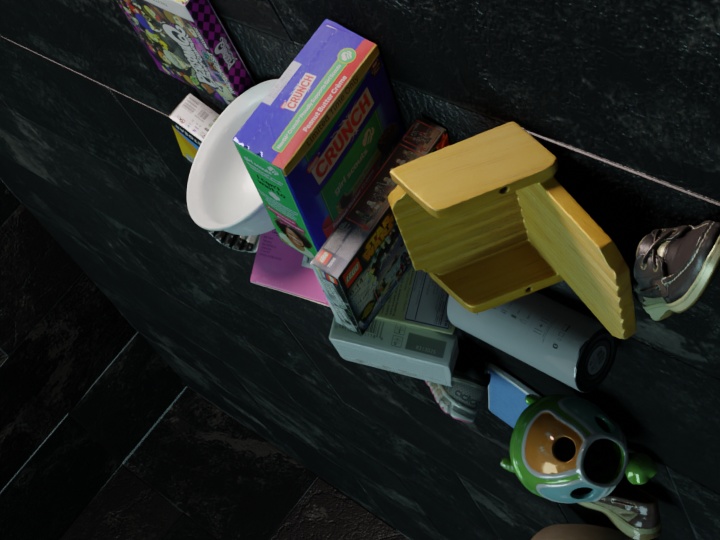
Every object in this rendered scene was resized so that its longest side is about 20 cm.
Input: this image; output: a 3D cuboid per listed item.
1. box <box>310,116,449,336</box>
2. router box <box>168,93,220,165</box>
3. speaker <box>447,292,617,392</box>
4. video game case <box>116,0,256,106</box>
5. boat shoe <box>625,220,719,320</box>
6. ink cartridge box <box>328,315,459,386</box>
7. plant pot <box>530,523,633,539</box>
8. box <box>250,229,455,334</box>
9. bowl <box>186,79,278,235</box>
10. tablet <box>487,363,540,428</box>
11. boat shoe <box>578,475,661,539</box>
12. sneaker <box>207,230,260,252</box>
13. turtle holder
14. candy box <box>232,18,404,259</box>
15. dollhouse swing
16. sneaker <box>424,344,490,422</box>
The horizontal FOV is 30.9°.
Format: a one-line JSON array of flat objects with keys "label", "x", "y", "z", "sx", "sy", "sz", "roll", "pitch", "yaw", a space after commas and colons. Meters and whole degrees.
[{"label": "box", "x": 0.031, "y": -0.045, "z": 1.375, "sx": 0.040, "sy": 0.201, "sz": 0.137, "roll": 28, "pitch": 162, "yaw": 24}, {"label": "router box", "x": -0.171, "y": -0.147, "z": 1.844, "sx": 0.199, "sy": 0.051, "sz": 0.149, "roll": 36, "pitch": 166, "yaw": 14}, {"label": "speaker", "x": 0.196, "y": 0.065, "z": 1.516, "sx": 0.199, "sy": 0.081, "sz": 0.081, "roll": 26, "pitch": 160, "yaw": 39}, {"label": "video game case", "x": -0.222, "y": -0.293, "z": 1.597, "sx": 0.180, "sy": 0.036, "sz": 0.201, "roll": 31, "pitch": 162, "yaw": 34}, {"label": "boat shoe", "x": 0.273, "y": -0.004, "z": 1.159, "sx": 0.064, "sy": 0.074, "sz": 0.200, "roll": 33, "pitch": 164, "yaw": 5}, {"label": "ink cartridge box", "x": 0.050, "y": 0.103, "z": 1.717, "sx": 0.160, "sy": 0.051, "sz": 0.200, "roll": 14, "pitch": 172, "yaw": 8}, {"label": "plant pot", "x": 0.388, "y": 0.493, "z": 2.111, "sx": 0.187, "sy": 0.188, "sz": 0.200, "roll": 42, "pitch": 150, "yaw": -7}, {"label": "box", "x": 0.000, "y": 0.000, "z": 1.598, "sx": 0.199, "sy": 0.098, "sz": 0.175, "roll": 15, "pitch": 180, "yaw": -39}, {"label": "bowl", "x": -0.109, "y": -0.118, "z": 1.551, "sx": 0.090, "sy": 0.202, "sz": 0.200, "roll": 34, "pitch": 171, "yaw": -37}, {"label": "tablet", "x": 0.241, "y": 0.207, "z": 1.926, "sx": 0.130, "sy": 0.014, "sz": 0.200, "roll": 35, "pitch": 163, "yaw": 19}, {"label": "boat shoe", "x": 0.354, "y": 0.306, "z": 1.864, "sx": 0.200, "sy": 0.072, "sz": 0.073, "roll": 37, "pitch": 138, "yaw": 54}, {"label": "sneaker", "x": -0.160, "y": -0.064, "z": 1.951, "sx": 0.198, "sy": 0.067, "sz": 0.091, "roll": 22, "pitch": -166, "yaw": -23}, {"label": "turtle holder", "x": 0.286, "y": 0.246, "z": 1.691, "sx": 0.186, "sy": 0.141, "sz": 0.131, "roll": 48, "pitch": 161, "yaw": -23}, {"label": "candy box", "x": -0.035, "y": -0.128, "z": 1.360, "sx": 0.077, "sy": 0.170, "sz": 0.200, "roll": 27, "pitch": 161, "yaw": 27}, {"label": "dollhouse swing", "x": 0.147, "y": -0.005, "z": 1.258, "sx": 0.200, "sy": 0.180, "sz": 0.177, "roll": 65, "pitch": -176, "yaw": -58}, {"label": "sneaker", "x": 0.135, "y": 0.137, "z": 1.891, "sx": 0.073, "sy": 0.088, "sz": 0.200, "roll": 28, "pitch": -166, "yaw": -27}]
